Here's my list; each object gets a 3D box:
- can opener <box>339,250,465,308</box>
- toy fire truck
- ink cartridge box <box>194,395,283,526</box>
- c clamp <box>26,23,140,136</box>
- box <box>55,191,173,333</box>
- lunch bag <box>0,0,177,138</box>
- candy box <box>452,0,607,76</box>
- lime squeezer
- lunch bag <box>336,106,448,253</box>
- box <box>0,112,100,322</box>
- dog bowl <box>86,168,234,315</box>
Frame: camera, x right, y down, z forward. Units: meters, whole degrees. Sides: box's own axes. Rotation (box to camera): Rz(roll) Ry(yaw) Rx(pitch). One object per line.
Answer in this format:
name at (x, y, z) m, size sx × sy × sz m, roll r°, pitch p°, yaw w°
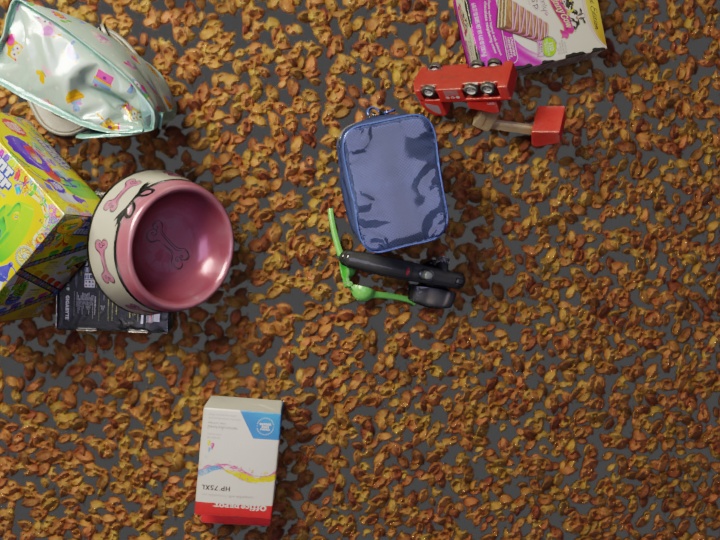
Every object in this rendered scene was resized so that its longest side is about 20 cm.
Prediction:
can opener at (0.065, 0.002, 0.903) m, size 0.198 × 0.063 × 0.079 m, roll 16°, pitch 82°, yaw -20°
toy fire truck at (0.190, -0.243, 0.894) m, size 0.198 × 0.141 × 0.049 m, roll 7°, pitch 68°, yaw 31°
ink cartridge box at (-0.182, 0.298, 0.913) m, size 0.115 × 0.067 × 0.202 m, roll 5°, pitch 94°, yaw -6°
c clamp at (-0.413, -0.287, 0.869) m, size 0.198 × 0.027 × 0.172 m, roll -21°, pitch 97°, yaw -5°
box at (-0.352, -0.012, 0.884) m, size 0.158 × 0.049 × 0.202 m, roll 2°, pitch 93°, yaw -8°
lunch bag at (-0.341, -0.241, 0.791) m, size 0.199 × 0.171 × 0.123 m, roll 29°, pitch 101°, yaw -15°
candy box at (0.253, -0.369, 0.911) m, size 0.198 × 0.061 × 0.138 m, roll -15°, pitch 95°, yaw -5°
lime squeezer at (0.000, 0.000, 0.925) m, size 0.071 × 0.038 × 0.200 m, roll -44°, pitch 96°, yaw -1°
lunch bag at (0.038, -0.134, 0.872) m, size 0.134 × 0.132 × 0.202 m, roll -10°, pitch 100°, yaw -6°
box at (-0.470, -0.071, 0.799) m, size 0.200 × 0.122 × 0.193 m, roll 45°, pitch 98°, yaw 6°
dog bowl at (-0.256, -0.034, 0.820) m, size 0.073 × 0.199 × 0.203 m, roll 10°, pitch 94°, yaw 38°
